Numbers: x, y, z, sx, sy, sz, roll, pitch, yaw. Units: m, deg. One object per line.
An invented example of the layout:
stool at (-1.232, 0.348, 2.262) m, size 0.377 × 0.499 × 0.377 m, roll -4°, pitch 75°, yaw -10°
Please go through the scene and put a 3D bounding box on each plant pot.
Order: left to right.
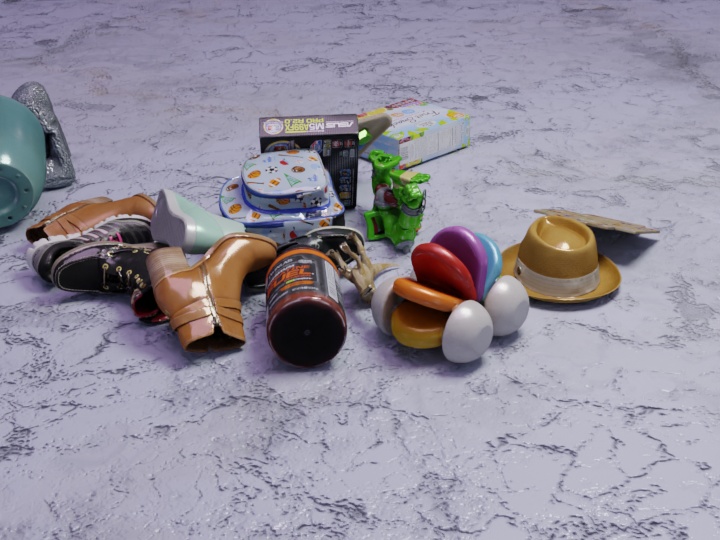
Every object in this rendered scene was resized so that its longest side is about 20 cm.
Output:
plant pot at (-0.613, -0.166, 1.797) m, size 0.199 × 0.202 × 0.161 m, roll -11°, pitch 40°, yaw -18°

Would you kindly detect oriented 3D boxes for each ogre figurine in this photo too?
ogre figurine at (0.052, -0.110, 1.734) m, size 0.098 × 0.121 × 0.200 m, roll -15°, pitch 31°, yaw -35°

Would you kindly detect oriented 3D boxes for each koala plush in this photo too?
koala plush at (-0.644, -0.233, 1.974) m, size 0.199 × 0.185 × 0.177 m, roll -20°, pitch 29°, yaw -10°

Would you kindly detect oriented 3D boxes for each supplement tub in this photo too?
supplement tub at (-0.076, 0.038, 1.457) m, size 0.106 × 0.108 × 0.200 m, roll -3°, pitch 26°, yaw -5°

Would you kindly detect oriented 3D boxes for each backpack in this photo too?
backpack at (-0.125, -0.094, 1.688) m, size 0.189 × 0.155 × 0.200 m, roll -14°, pitch 30°, yaw -5°

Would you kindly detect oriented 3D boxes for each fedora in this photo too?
fedora at (0.290, -0.025, 1.593) m, size 0.199 × 0.082 × 0.201 m, roll 0°, pitch 26°, yaw 0°

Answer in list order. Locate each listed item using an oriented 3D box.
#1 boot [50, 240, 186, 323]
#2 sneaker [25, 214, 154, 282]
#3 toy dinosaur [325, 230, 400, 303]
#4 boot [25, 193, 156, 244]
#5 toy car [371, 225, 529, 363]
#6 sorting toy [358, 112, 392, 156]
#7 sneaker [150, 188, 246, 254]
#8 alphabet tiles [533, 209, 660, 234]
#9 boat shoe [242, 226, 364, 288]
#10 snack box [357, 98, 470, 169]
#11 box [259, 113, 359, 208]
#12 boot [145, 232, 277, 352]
boot at (-0.331, 0.018, 1.547) m, size 0.198 × 0.074 × 0.151 m, roll -3°, pitch 25°, yaw -23°
sneaker at (-0.399, -0.025, 1.635) m, size 0.198 × 0.074 × 0.087 m, roll -15°, pitch 29°, yaw -16°
toy dinosaur at (0.000, 0.000, 1.563) m, size 0.058 × 0.101 × 0.200 m, roll -36°, pitch 6°, yaw 16°
boot at (-0.418, -0.066, 1.720) m, size 0.199 × 0.074 × 0.154 m, roll 4°, pitch 23°, yaw 38°
toy car at (0.119, 0.017, 1.439) m, size 0.174 × 0.151 × 0.199 m, roll 20°, pitch 33°, yaw 36°
sorting toy at (-0.057, -0.198, 1.877) m, size 0.199 × 0.185 × 0.037 m, roll -17°, pitch 73°, yaw -46°
sneaker at (-0.237, -0.061, 1.609) m, size 0.117 × 0.074 × 0.200 m, roll 11°, pitch 15°, yaw -30°
alphabet tiles at (0.372, -0.077, 1.704) m, size 0.165 × 0.006 × 0.199 m, roll 15°, pitch 10°, yaw 30°
boat shoe at (-0.087, -0.014, 1.591) m, size 0.197 × 0.075 × 0.066 m, roll -8°, pitch 21°, yaw -7°
snack box at (0.087, -0.267, 2.105) m, size 0.199 × 0.068 × 0.168 m, roll -24°, pitch 34°, yaw -36°
box at (-0.083, -0.174, 1.785) m, size 0.159 × 0.201 × 0.045 m, roll -3°, pitch 57°, yaw -4°
boot at (-0.180, 0.030, 1.471) m, size 0.199 × 0.077 × 0.156 m, roll -5°, pitch 53°, yaw -36°
